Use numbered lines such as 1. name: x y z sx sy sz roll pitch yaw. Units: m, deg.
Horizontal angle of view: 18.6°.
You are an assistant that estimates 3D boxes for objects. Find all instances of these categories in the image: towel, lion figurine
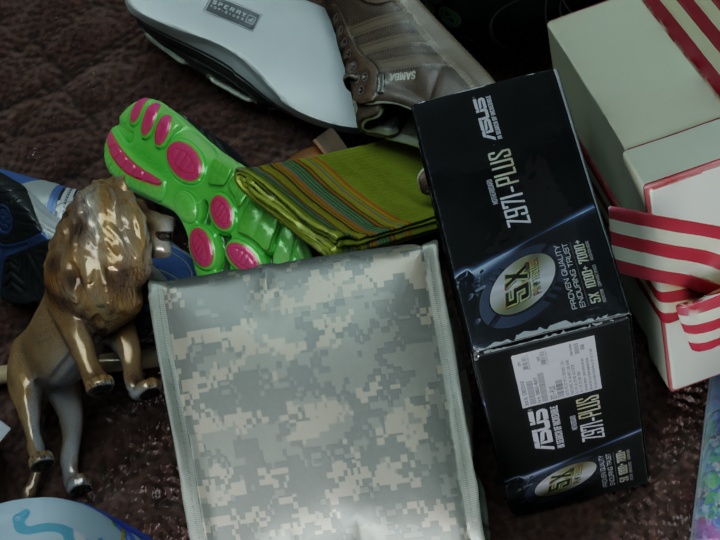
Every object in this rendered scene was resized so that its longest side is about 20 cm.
1. towel: 0.017 -0.052 1.319 0.086 0.018 0.200 39 32 26
2. lion figurine: -0.172 0.044 1.290 0.200 0.072 0.123 -46 55 37

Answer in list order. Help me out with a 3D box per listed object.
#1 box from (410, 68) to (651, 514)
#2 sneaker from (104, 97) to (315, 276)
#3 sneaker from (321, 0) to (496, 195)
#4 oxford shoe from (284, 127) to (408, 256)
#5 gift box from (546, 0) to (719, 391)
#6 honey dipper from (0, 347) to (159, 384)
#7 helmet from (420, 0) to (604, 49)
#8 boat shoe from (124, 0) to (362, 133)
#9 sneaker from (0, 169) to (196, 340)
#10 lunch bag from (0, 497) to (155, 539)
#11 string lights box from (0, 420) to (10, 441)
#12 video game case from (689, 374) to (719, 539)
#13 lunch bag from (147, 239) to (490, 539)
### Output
1. box: 0.097 0.016 1.229 0.086 0.200 0.164 -14 58 2
2. sneaker: -0.077 -0.035 1.344 0.077 0.084 0.200 -51 55 16
3. sneaker: 0.015 -0.126 1.342 0.075 0.071 0.200 -38 54 -7
4. oxford shoe: 0.000 0.000 1.340 0.071 0.071 0.200 -32 48 -3
5. gift box: 0.207 -0.062 1.236 0.184 0.200 0.187 -23 45 -2
6. honey dipper: -0.148 0.055 1.355 0.199 0.038 0.038 -7 59 12
7. helmet: 0.098 -0.238 1.388 0.199 0.191 0.201 -1 84 8
8. boat shoe: -0.063 -0.144 1.432 0.200 0.064 0.071 31 73 12
9. sneaker: -0.179 -0.013 1.386 0.200 0.076 0.077 31 32 32
10. lunch bag: -0.200 0.196 1.182 0.199 0.161 0.083 -22 53 23
11. string lights box: -0.319 0.078 1.295 0.200 0.059 0.103 39 68 -11
12. video game case: 0.296 0.092 1.250 0.199 0.024 0.183 5 61 13
13. lunch bag: -0.018 0.094 1.202 0.163 0.118 0.201 -9 86 2
